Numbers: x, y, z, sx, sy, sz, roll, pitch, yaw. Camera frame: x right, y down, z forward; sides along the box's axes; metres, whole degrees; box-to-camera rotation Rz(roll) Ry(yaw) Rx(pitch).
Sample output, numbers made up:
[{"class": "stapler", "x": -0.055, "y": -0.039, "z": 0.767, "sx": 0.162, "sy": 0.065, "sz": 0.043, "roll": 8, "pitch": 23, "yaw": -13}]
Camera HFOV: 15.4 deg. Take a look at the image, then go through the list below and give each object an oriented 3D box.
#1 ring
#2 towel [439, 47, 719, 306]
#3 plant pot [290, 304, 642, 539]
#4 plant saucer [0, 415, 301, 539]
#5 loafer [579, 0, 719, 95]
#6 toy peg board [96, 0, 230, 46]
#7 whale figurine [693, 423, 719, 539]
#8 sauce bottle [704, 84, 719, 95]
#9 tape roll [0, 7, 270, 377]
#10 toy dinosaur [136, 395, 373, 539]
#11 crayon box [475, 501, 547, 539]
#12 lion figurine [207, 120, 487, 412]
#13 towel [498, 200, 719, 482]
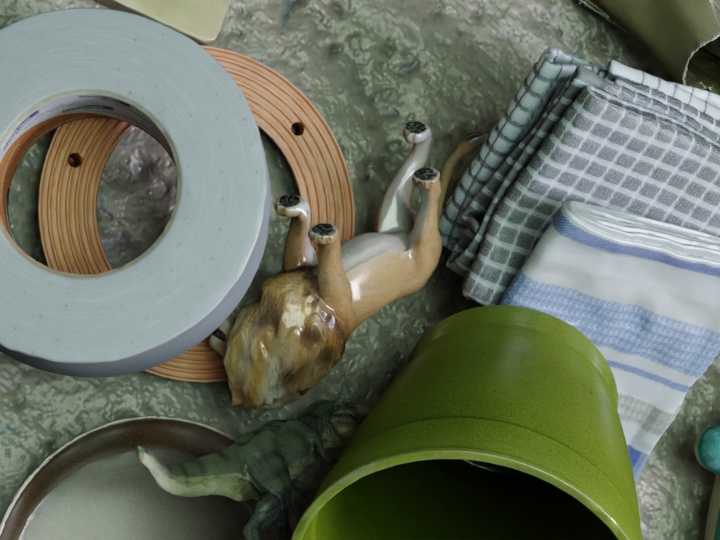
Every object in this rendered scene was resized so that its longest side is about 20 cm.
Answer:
[{"class": "ring", "x": -0.097, "y": -0.033, "z": 1.576, "sx": 0.200, "sy": 0.019, "sz": 0.201, "roll": 2, "pitch": 84, "yaw": -24}, {"class": "towel", "x": 0.164, "y": -0.032, "z": 1.608, "sx": 0.200, "sy": 0.166, "sz": 0.086, "roll": 19, "pitch": 34, "yaw": -23}, {"class": "plant pot", "x": 0.073, "y": 0.124, "z": 1.517, "sx": 0.200, "sy": 0.200, "sz": 0.193, "roll": 40, "pitch": 32, "yaw": -16}, {"class": "plant saucer", "x": -0.123, "y": 0.184, "z": 1.539, "sx": 0.200, "sy": 0.032, "sz": 0.201, "roll": 3, "pitch": 84, "yaw": -24}, {"class": "loafer", "x": 0.208, "y": -0.156, "z": 1.661, "sx": 0.200, "sy": 0.076, "sz": 0.067, "roll": 27, "pitch": 51, "yaw": 7}, {"class": "toy peg board", "x": -0.128, "y": -0.264, "z": 1.538, "sx": 0.200, "sy": 0.098, "sz": 0.199, "roll": 24, "pitch": 77, "yaw": -21}, {"class": "whale figurine", "x": 0.276, "y": 0.155, "z": 1.682, "sx": 0.159, "sy": 0.104, "sz": 0.200, "roll": 45, "pitch": 70, "yaw": -15}, {"class": "sauce bottle", "x": 0.231, "y": -0.090, "z": 1.706, "sx": 0.200, "sy": 0.065, "sz": 0.065, "roll": -18, "pitch": 93, "yaw": -22}, {"class": "tape roll", "x": -0.150, "y": -0.043, "z": 1.487, "sx": 0.200, "sy": 0.066, "sz": 0.201, "roll": 0, "pitch": 80, "yaw": -1}, {"class": "toy dinosaur", "x": -0.053, "y": 0.126, "z": 1.517, "sx": 0.200, "sy": 0.047, "sz": 0.088, "roll": -12, "pitch": 80, "yaw": -53}, {"class": "crayon box", "x": 0.120, "y": 0.244, "z": 1.634, "sx": 0.127, "sy": 0.051, "sz": 0.200, "roll": -30, "pitch": 98, "yaw": -24}, {"class": "lion figurine", "x": 0.000, "y": 0.000, "z": 1.567, "sx": 0.200, "sy": 0.072, "sz": 0.123, "roll": -25, "pitch": 131, "yaw": -31}, {"class": "towel", "x": 0.144, "y": 0.049, "z": 1.604, "sx": 0.147, "sy": 0.200, "sz": 0.024, "roll": 15, "pitch": 35, "yaw": -21}]
